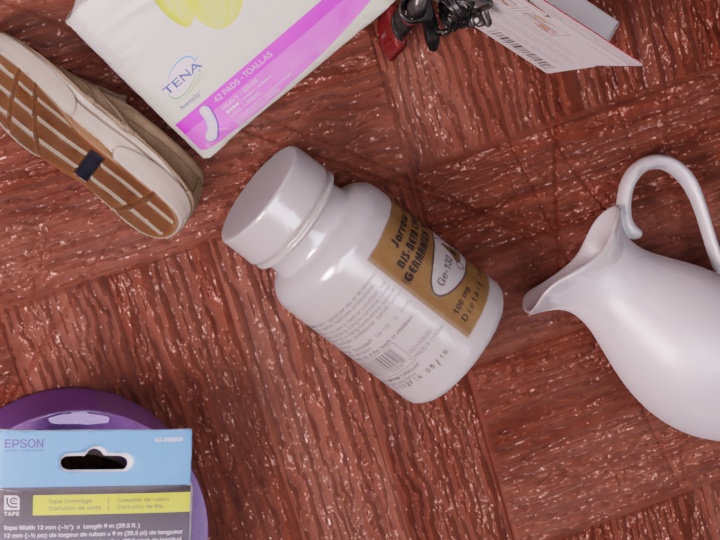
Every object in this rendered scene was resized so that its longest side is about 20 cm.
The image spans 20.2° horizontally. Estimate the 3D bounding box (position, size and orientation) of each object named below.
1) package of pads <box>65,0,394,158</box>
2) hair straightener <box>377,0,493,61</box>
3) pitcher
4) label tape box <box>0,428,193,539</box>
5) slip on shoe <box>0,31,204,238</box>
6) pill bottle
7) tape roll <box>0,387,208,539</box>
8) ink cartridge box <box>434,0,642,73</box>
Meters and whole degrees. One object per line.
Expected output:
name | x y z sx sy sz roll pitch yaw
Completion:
package of pads | -0.094 -0.197 1.444 0.200 0.068 0.155 -39 108 20
hair straightener | 0.057 -0.188 1.442 0.077 0.200 0.041 -12 85 -4
pitcher | 0.254 0.023 1.585 0.200 0.121 0.172 37 84 -6
label tape box | -0.199 0.206 1.475 0.143 0.066 0.201 0 100 -13
slip on shoe | -0.197 -0.108 1.478 0.200 0.076 0.061 39 52 -10
pill bottle | 0.000 0.000 1.516 0.200 0.114 0.114 37 92 -18
tape roll | -0.219 0.193 1.534 0.200 0.066 0.201 -3 102 -12
ink cartridge box | 0.099 -0.211 1.458 0.200 0.176 0.045 30 84 -18
